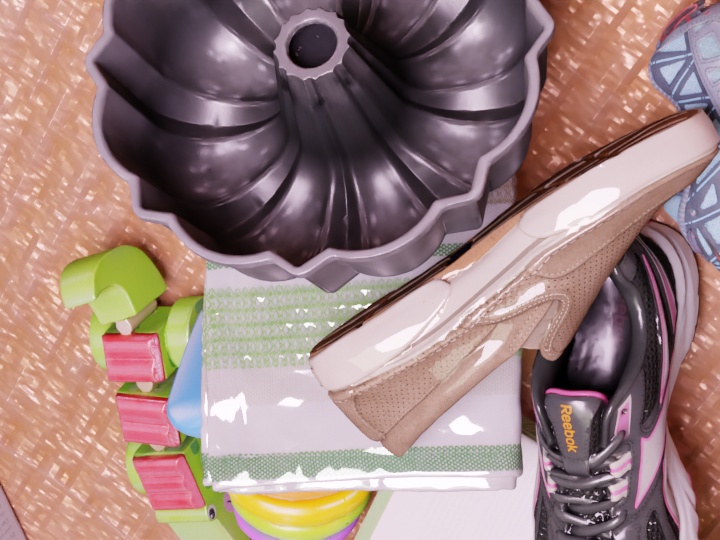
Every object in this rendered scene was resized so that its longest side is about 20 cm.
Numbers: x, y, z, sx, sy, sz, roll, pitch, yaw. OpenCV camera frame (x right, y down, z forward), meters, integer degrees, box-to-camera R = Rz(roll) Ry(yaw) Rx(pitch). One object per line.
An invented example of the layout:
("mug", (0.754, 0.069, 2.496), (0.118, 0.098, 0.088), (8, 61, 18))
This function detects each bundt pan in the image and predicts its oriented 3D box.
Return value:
("bundt pan", (-0.011, -0.080, 0.790), (0.200, 0.203, 0.076), (11, 163, 19))

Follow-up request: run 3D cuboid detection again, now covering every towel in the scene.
("towel", (0.000, 0.000, 0.842), (0.148, 0.031, 0.202), (-2, 83, 9))

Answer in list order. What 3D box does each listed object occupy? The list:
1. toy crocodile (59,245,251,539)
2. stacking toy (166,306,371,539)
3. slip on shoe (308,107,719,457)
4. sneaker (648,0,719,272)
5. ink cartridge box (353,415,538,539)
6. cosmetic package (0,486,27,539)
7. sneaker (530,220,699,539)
("toy crocodile", (-0.104, 0.075, 0.987), (0.067, 0.062, 0.201), (-1, 118, 26))
("stacking toy", (-0.031, 0.108, 0.959), (0.115, 0.110, 0.201), (10, 134, 8))
("slip on shoe", (0.071, 0.007, 0.770), (0.199, 0.076, 0.061), (-35, 93, 14))
("sneaker", (0.182, -0.026, 0.796), (0.095, 0.079, 0.201), (-5, 110, 42))
("ink cartridge box", (0.089, 0.164, 0.893), (0.199, 0.048, 0.146), (31, 100, 22))
("cosmetic package", (-0.234, 0.229, 1.115), (0.071, 0.102, 0.201), (-9, 113, 30))
("sneaker", (0.102, 0.075, 0.821), (0.080, 0.086, 0.202), (-2, 86, 26))
